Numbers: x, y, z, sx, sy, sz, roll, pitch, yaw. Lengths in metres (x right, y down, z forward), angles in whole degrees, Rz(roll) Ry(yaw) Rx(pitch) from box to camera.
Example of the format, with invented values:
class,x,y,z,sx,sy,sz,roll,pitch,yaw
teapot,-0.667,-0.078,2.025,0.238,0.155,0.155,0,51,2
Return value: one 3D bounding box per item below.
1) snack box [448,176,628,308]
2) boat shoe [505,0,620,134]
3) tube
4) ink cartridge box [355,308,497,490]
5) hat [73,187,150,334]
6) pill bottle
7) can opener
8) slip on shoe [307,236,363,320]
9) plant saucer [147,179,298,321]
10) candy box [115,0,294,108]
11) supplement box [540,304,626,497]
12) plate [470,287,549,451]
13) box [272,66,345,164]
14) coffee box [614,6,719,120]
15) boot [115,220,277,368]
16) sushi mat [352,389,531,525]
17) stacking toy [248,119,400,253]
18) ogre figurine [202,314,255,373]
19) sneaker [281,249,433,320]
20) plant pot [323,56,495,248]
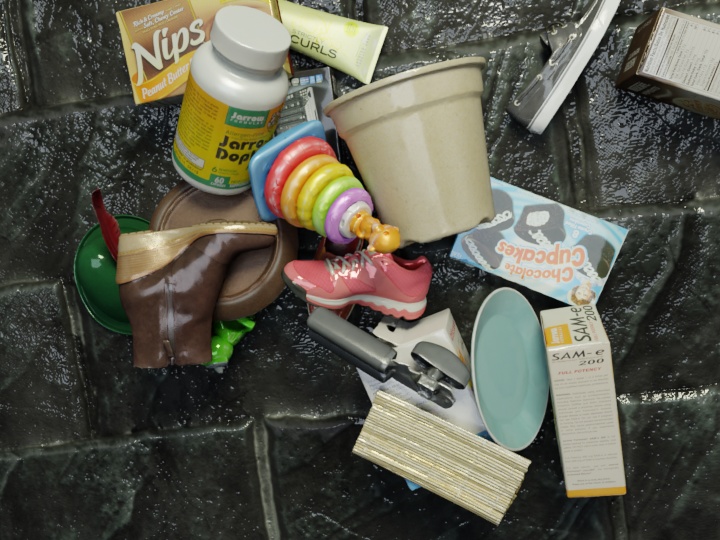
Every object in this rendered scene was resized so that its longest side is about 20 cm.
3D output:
class,x,y,z,sx,sy,sz,roll,pitch,yaw
snack box,0.229,-0.037,0.867,0.199,0.037,0.117,21,100,5
boat shoe,0.248,-0.271,0.824,0.066,0.070,0.201,30,108,2
tube,-0.068,-0.315,0.870,0.199,0.052,0.058,21,138,2
ink cartridge box,0.086,0.150,0.864,0.125,0.129,0.201,-23,94,12
hat,-0.352,0.005,0.883,0.165,0.176,0.201,-11,95,9
pill bottle,-0.148,-0.194,0.769,0.113,0.113,0.200,33,133,3
can opener,0.033,0.095,0.784,0.199,0.053,0.067,29,62,17
slip on shoe,-0.031,-0.011,0.896,0.074,0.061,0.201,16,100,4
plant saucer,-0.180,-0.036,0.851,0.199,0.034,0.201,0,85,0
candy box,-0.195,-0.284,0.836,0.199,0.055,0.116,-10,95,9
supplement box,0.275,0.159,0.824,0.073,0.126,0.201,-8,106,14
plate,0.182,0.122,0.830,0.025,0.200,0.201,-8,97,40
box,-0.124,-0.177,0.893,0.199,0.050,0.159,-5,97,8
coffee box,0.419,-0.229,0.778,0.199,0.114,0.080,20,100,6
boot,-0.191,0.027,0.807,0.199,0.072,0.167,-8,97,-3
sushi mat,0.094,0.224,0.794,0.199,0.012,0.096,23,106,11
stacking toy,-0.027,-0.075,0.768,0.116,0.110,0.200,-37,56,-24
ogre figurine,-0.203,0.053,0.902,0.120,0.200,0.098,33,141,-9
sneaker,0.000,0.000,0.833,0.199,0.074,0.087,9,119,-21
plant pot,0.076,-0.131,0.795,0.199,0.200,0.184,-16,96,10
